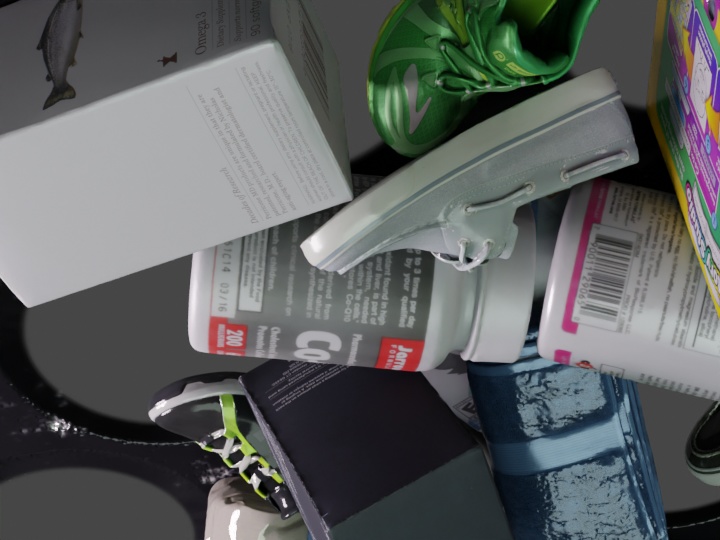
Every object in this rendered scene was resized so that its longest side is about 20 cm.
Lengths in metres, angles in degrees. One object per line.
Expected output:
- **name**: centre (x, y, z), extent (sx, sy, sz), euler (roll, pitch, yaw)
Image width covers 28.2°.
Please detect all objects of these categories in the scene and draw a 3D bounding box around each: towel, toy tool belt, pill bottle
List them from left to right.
- **toy tool belt**: centre (-0.030, 0.236, 1.099), extent (0.197, 0.125, 0.125), euler (11, 96, -7)
- **pill bottle**: centre (0.000, 0.000, 0.861), extent (0.197, 0.115, 0.115), euler (5, 136, -4)
- **towel**: centre (0.142, 0.123, 0.982), extent (0.110, 0.049, 0.203), euler (-13, 111, 8)
- **pill bottle**: centre (0.211, 0.019, 0.848), extent (0.197, 0.114, 0.114), euler (14, 137, 10)

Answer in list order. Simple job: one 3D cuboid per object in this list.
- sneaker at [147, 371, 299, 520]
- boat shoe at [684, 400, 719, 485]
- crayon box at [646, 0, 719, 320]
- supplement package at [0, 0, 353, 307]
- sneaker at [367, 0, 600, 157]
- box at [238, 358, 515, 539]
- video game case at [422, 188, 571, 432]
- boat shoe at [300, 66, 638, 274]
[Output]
- **sneaker**: centre (-0.056, 0.131, 1.015), extent (0.198, 0.084, 0.072), euler (16, 151, -22)
- **boat shoe**: centre (0.299, 0.076, 1.029), extent (0.063, 0.071, 0.200), euler (27, 119, -31)
- **crayon box**: centre (0.203, -0.086, 0.746), extent (0.057, 0.202, 0.174), euler (-7, 137, 0)
- **supplement package**: centre (-0.117, -0.084, 0.769), extent (0.197, 0.118, 0.118), euler (-18, 136, 11)
- **sneaker**: centre (0.068, -0.129, 0.769), extent (0.073, 0.084, 0.200), euler (21, 131, -27)
- **box**: centre (0.024, 0.162, 0.920), extent (0.103, 0.182, 0.202), euler (-26, 122, -8)
- **video game case**: centre (0.105, 0.022, 0.977), extent (0.199, 0.022, 0.182), euler (-33, 130, 26)
- **boat shoe**: centre (0.065, -0.039, 0.784), extent (0.199, 0.072, 0.070), euler (-28, -179, -9)
